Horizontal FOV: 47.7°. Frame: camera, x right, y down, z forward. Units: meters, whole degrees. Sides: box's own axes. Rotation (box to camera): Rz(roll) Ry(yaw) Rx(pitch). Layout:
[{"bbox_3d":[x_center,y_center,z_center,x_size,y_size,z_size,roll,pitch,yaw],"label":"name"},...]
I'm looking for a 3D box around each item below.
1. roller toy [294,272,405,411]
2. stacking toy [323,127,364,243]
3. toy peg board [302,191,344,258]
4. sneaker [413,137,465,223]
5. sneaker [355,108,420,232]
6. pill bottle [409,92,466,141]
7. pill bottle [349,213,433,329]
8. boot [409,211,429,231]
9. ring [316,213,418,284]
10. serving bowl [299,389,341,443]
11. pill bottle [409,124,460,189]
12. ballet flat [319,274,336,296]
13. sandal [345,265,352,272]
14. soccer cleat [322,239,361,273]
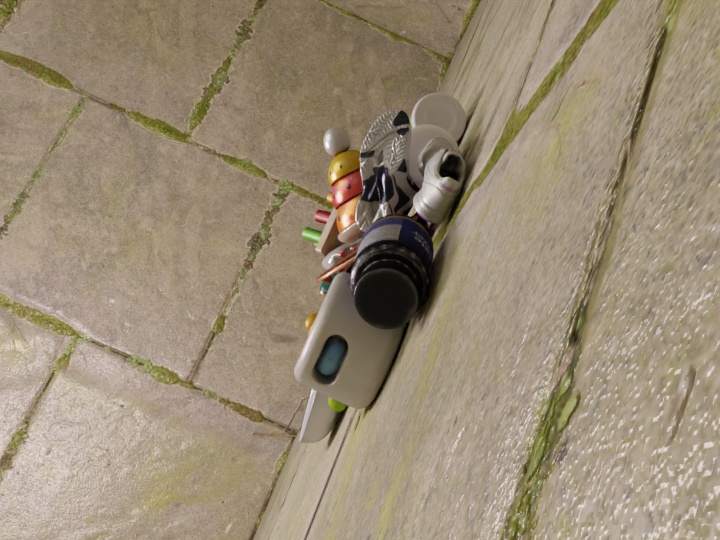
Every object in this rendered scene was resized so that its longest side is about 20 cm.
[{"bbox_3d":[-0.018,0.101,1.239,0.183,0.139,0.202,120,174,-69],"label":"roller toy"},{"bbox_3d":[-0.014,-0.163,1.465,0.145,0.201,0.146,-28,-4,-2],"label":"stacking toy"},{"bbox_3d":[-0.015,-0.102,1.689,0.199,0.097,0.201,31,-100,-49],"label":"toy peg board"},{"bbox_3d":[0.137,-0.159,1.278,0.100,0.074,0.201,-55,16,37],"label":"sneaker"},{"bbox_3d":[0.055,-0.160,1.338,0.129,0.079,0.202,-14,-70,-68],"label":"sneaker"},{"bbox_3d":[0.146,-0.284,1.696,0.200,0.110,0.112,124,170,-80],"label":"pill bottle"},{"bbox_3d":[0.044,0.002,1.128,0.200,0.111,0.113,-73,7,-68],"label":"pill bottle"},{"bbox_3d":[0.086,-0.066,1.471,0.201,0.072,0.145,-84,16,-55],"label":"boot"},{"bbox_3d":[0.014,-0.032,1.329,0.199,0.019,0.200,-32,4,2],"label":"ring"},{"bbox_3d":[-0.067,0.259,1.666,0.200,0.065,0.202,-164,90,-86],"label":"serving bowl"},{"bbox_3d":[0.109,-0.185,1.482,0.200,0.115,0.117,128,166,-82],"label":"pill bottle"},{"bbox_3d":[0.006,0.020,1.627,0.199,0.071,0.066,-25,-40,-23],"label":"ballet flat"},{"bbox_3d":[0.000,0.000,1.493,0.201,0.045,0.076,119,165,-48],"label":"sandal"},{"bbox_3d":[0.016,-0.042,1.597,0.077,0.198,0.070,1,106,60],"label":"soccer cleat"}]
